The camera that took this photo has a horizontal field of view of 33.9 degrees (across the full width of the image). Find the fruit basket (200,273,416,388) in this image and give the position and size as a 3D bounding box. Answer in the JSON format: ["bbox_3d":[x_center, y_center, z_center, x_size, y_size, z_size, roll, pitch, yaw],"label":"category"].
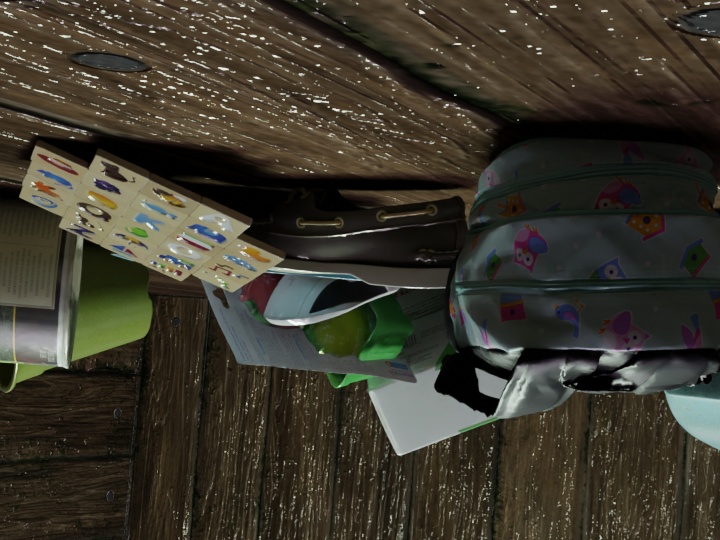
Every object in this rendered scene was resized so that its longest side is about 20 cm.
[{"bbox_3d":[-0.060,0.035,1.088,0.198,0.094,0.186,3,-141,-34],"label":"fruit basket"}]

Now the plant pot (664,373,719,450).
[{"bbox_3d":[0.435,0.099,1.263,0.198,0.200,0.195,18,170,-32],"label":"plant pot"}]

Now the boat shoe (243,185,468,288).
[{"bbox_3d":[-0.018,-0.026,0.802,0.199,0.061,0.072,7,-174,29],"label":"boat shoe"}]

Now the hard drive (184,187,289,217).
[{"bbox_3d":[-0.104,-0.036,0.959,0.137,0.039,0.200,5,177,-2],"label":"hard drive"}]

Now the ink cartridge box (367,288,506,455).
[{"bbox_3d":[0.082,0.081,1.208,0.145,0.084,0.201,-21,-157,8],"label":"ink cartridge box"}]

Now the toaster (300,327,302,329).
[{"bbox_3d":[-0.057,0.036,1.287,0.112,0.132,0.200,5,176,-19],"label":"toaster"}]

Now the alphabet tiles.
[{"bbox_3d":[-0.141,-0.031,0.777,0.165,0.006,0.200,25,162,-15],"label":"alphabet tiles"}]

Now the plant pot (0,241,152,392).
[{"bbox_3d":[-0.369,0.036,1.492,0.188,0.204,0.199,-9,-176,-31],"label":"plant pot"}]

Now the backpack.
[{"bbox_3d":[0.113,0.005,0.603,0.164,0.129,0.200,-7,175,3],"label":"backpack"}]

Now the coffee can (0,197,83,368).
[{"bbox_3d":[-0.348,0.005,1.032,0.197,0.149,0.146,5,177,-11],"label":"coffee can"}]

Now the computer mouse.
[{"bbox_3d":[0.000,0.000,1.008,0.109,0.045,0.198,4,-163,45],"label":"computer mouse"}]

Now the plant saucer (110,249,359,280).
[{"bbox_3d":[-0.086,-0.010,0.904,0.196,0.019,0.070,4,176,3],"label":"plant saucer"}]
